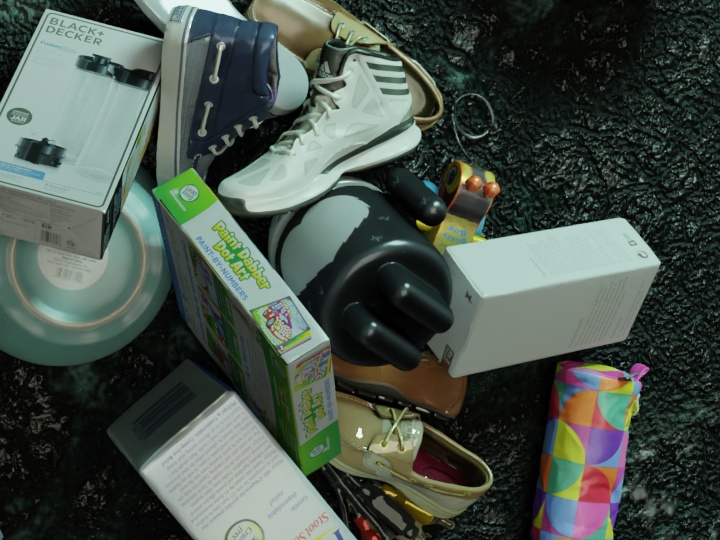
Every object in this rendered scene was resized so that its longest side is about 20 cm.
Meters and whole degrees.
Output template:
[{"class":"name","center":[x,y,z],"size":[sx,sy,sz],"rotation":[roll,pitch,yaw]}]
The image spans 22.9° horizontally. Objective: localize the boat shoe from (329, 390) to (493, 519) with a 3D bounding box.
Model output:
[{"class":"boat shoe","center":[0.033,0.153,1.579],"size":[0.200,0.066,0.074],"rotation":[29,48,-27]}]

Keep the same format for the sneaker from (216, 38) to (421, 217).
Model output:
[{"class":"sneaker","center":[-0.044,-0.127,1.470],"size":[0.200,0.076,0.116],"rotation":[-28,121,-28]}]

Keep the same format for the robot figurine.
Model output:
[{"class":"robot figurine","center":[-0.002,0.000,1.480],"size":[0.150,0.200,0.125],"rotation":[-18,126,-16]}]

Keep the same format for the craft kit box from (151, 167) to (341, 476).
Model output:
[{"class":"craft kit box","center":[-0.091,0.045,1.442],"size":[0.048,0.200,0.198],"rotation":[-29,62,-15]}]

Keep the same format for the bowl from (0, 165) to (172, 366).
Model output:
[{"class":"bowl","center":[-0.242,-0.012,1.482],"size":[0.200,0.105,0.201],"rotation":[-2,96,-17]}]

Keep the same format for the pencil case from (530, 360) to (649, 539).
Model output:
[{"class":"pencil case","center":[0.211,0.180,1.650],"size":[0.088,0.088,0.200],"rotation":[10,94,-18]}]

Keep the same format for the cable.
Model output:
[{"class":"cable","center":[-0.010,0.201,1.613],"size":[0.200,0.050,0.097],"rotation":[45,80,-5]}]

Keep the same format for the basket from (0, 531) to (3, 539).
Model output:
[{"class":"basket","center":[-0.376,0.212,1.409],"size":[0.139,0.200,0.177],"rotation":[-14,100,12]}]

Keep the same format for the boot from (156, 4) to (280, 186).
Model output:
[{"class":"boot","center":[-0.117,-0.124,1.476],"size":[0.090,0.073,0.200],"rotation":[11,133,5]}]

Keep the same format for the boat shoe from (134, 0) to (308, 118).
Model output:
[{"class":"boat shoe","center":[-0.133,-0.203,1.518],"size":[0.200,0.066,0.072],"rotation":[37,62,-20]}]

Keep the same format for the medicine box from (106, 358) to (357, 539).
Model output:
[{"class":"medicine box","center":[-0.105,0.191,1.501],"size":[0.103,0.182,0.200],"rotation":[-41,105,-9]}]

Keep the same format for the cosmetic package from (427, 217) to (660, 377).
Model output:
[{"class":"cosmetic package","center":[0.159,0.022,1.580],"size":[0.200,0.074,0.102],"rotation":[-8,134,-30]}]

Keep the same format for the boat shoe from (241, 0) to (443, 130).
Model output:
[{"class":"boat shoe","center":[-0.007,-0.189,1.552],"size":[0.200,0.074,0.076],"rotation":[29,86,-17]}]

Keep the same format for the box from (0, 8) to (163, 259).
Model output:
[{"class":"box","center":[-0.232,-0.113,1.426],"size":[0.116,0.060,0.200],"rotation":[15,50,1]}]

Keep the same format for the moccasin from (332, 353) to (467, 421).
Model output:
[{"class":"moccasin","center":[0.006,0.073,1.583],"size":[0.201,0.074,0.078],"rotation":[18,81,-15]}]

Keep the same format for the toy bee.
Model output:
[{"class":"toy bee","center":[0.079,-0.055,1.574],"size":[0.131,0.109,0.200],"rotation":[-4,96,-15]}]
